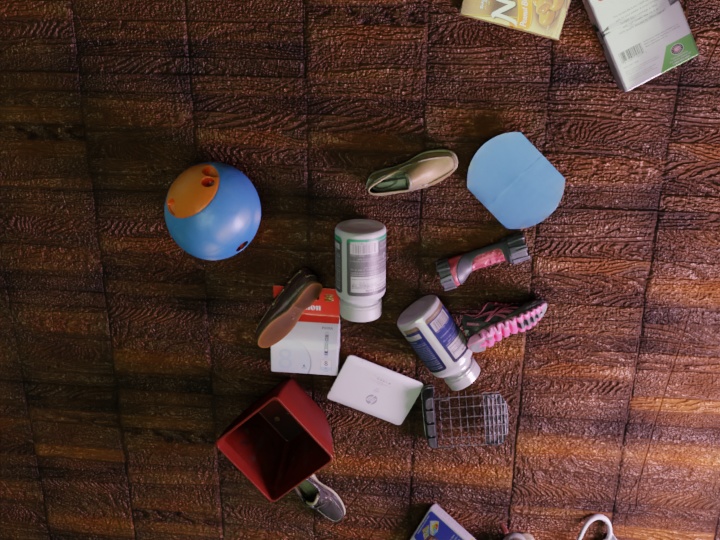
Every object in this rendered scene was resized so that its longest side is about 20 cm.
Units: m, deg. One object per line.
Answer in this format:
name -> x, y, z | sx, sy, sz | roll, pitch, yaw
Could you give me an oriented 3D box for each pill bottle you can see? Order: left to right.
pill bottle -> 0.000, 0.000, 1.624 | 0.111, 0.113, 0.203 | 3, 111, 6
pill bottle -> 0.178, 0.163, 1.664 | 0.110, 0.111, 0.201 | -32, 104, 17

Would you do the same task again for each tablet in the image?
tablet -> 0.034, 0.282, 1.761 | 0.198, 0.014, 0.131 | 23, 112, -13

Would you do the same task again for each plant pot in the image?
plant pot -> -0.184, 0.370, 1.752 | 0.199, 0.177, 0.200 | -38, 103, 18

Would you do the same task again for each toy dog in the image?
toy dog -> 0.338, 0.705, 1.850 | 0.200, 0.132, 0.096 | -43, 67, -11

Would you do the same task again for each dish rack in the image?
dish rack -> 0.243, 0.342, 1.754 | 0.197, 0.055, 0.156 | -4, 114, 6

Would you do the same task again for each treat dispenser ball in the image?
treat dispenser ball -> -0.307, -0.123, 1.568 | 0.197, 0.201, 0.204 | 2, 111, 6

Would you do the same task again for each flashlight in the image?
flashlight -> 0.262, -0.017, 1.610 | 0.197, 0.068, 0.069 | -17, 107, 14

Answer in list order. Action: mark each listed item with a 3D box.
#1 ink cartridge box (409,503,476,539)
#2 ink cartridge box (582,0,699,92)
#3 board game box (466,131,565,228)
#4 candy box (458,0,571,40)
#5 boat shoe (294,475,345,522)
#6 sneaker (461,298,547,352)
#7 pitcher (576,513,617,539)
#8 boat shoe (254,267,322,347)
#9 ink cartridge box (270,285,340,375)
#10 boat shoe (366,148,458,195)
ink cartridge box -> 0.208, 0.718, 1.861 | 0.199, 0.047, 0.199 | 38, 112, 22
ink cartridge box -> 0.516, -0.461, 1.401 | 0.145, 0.084, 0.202 | -25, 105, 15
board game box -> 0.319, -0.187, 1.557 | 0.200, 0.039, 0.158 | 44, 115, -4
candy box -> 0.295, -0.520, 1.422 | 0.197, 0.055, 0.117 | 15, 112, 1
boat shoe -> -0.115, 0.561, 1.875 | 0.071, 0.066, 0.202 | -35, 103, 17
sneaker -> 0.309, 0.097, 1.645 | 0.198, 0.096, 0.079 | -23, 146, -5
pitcher -> 0.548, 0.705, 1.832 | 0.198, 0.121, 0.173 | -30, 84, 6
boat shoe -> -0.167, 0.083, 1.686 | 0.200, 0.070, 0.070 | -46, 142, 4
ink cartridge box -> -0.126, 0.140, 1.727 | 0.157, 0.047, 0.203 | 3, 112, 5
boat shoe -> 0.107, -0.192, 1.558 | 0.197, 0.076, 0.072 | -20, 107, 13
